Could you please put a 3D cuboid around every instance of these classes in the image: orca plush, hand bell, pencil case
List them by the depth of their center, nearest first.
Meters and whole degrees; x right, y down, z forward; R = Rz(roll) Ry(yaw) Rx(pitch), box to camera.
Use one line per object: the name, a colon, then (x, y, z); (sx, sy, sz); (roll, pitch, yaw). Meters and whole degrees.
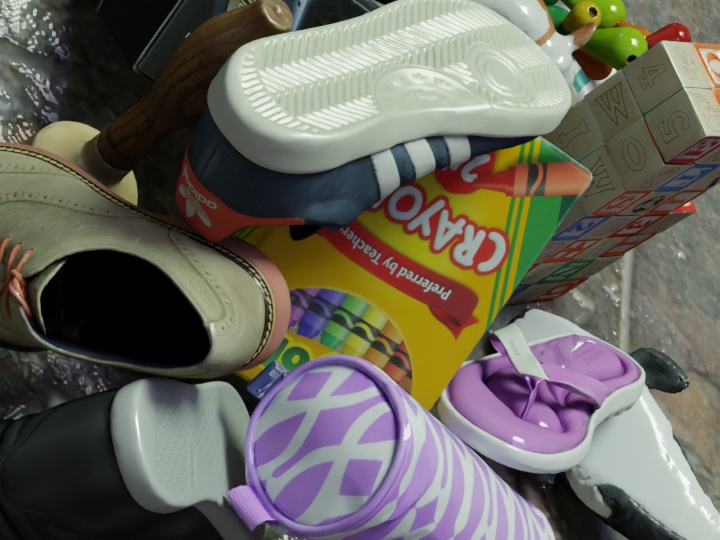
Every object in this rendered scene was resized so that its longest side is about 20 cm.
hand bell: (-0.097, -0.057, 0.744); (0.104, 0.200, 0.105); (27, 45, -31)
pencil case: (0.021, 0.110, 0.788); (0.084, 0.086, 0.200); (42, -1, 39)
orca plush: (0.157, 0.107, 1.005); (0.199, 0.071, 0.105); (33, 74, 15)

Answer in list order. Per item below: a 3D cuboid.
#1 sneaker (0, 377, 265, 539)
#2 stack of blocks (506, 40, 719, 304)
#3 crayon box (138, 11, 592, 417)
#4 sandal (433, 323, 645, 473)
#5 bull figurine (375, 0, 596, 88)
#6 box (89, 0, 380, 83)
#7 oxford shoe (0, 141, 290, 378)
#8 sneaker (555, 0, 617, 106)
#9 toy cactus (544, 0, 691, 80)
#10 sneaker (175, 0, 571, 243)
sneaker: (-0.104, 0.088, 0.743); (0.200, 0.099, 0.071); (41, 37, -73)
stack of blocks: (0.139, -0.050, 0.998); (0.115, 0.200, 0.059); (-5, 66, -48)
crayon box: (0.000, 0.000, 0.821); (0.127, 0.201, 0.051); (31, 8, -28)
sandal: (0.094, 0.050, 0.895); (0.082, 0.050, 0.202); (24, 17, 17)
bull figurine: (0.038, -0.162, 0.954); (0.200, 0.065, 0.121); (37, 3, -17)
box: (-0.028, -0.106, 0.891); (0.199, 0.086, 0.164); (33, 9, -27)
oxford shoe: (-0.129, -0.007, 0.691); (0.199, 0.071, 0.075); (14, 11, 14)
sneaker: (0.127, -0.113, 1.155); (0.093, 0.070, 0.201); (6, 60, -24)
toy cactus: (0.094, -0.174, 1.090); (0.164, 0.103, 0.200); (-26, 58, -15)
sneaker: (0.004, -0.057, 0.728); (0.199, 0.085, 0.075); (-12, 59, -44)
